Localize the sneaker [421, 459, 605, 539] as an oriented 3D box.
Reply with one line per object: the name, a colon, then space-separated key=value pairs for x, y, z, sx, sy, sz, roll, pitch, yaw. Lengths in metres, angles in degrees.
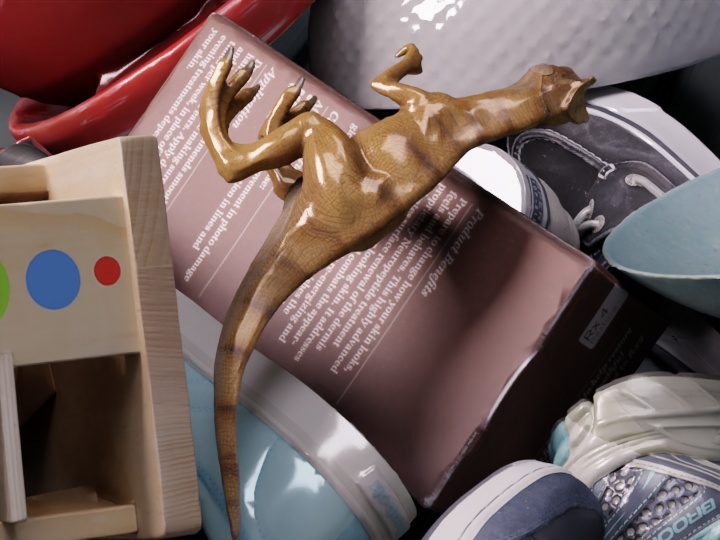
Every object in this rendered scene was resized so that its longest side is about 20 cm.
sneaker: x=0.066 y=0.141 z=0.727 sx=0.146 sy=0.077 sz=0.202 roll=8 pitch=42 yaw=29

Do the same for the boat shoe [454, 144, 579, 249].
boat shoe: x=-0.005 y=-0.020 z=1.005 sx=0.199 sy=0.071 sz=0.070 roll=2 pitch=-15 yaw=32

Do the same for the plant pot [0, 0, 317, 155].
plant pot: x=-0.116 y=-0.159 z=1.058 sx=0.200 sy=0.183 sz=0.200 roll=-33 pitch=16 yaw=11

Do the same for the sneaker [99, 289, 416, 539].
sneaker: x=-0.071 y=0.059 z=0.870 sx=0.082 sy=0.074 sz=0.200 roll=-41 pitch=35 yaw=-18

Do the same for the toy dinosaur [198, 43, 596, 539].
toy dinosaur: x=-0.010 y=-0.022 z=0.826 sx=0.200 sy=0.060 sz=0.106 roll=-42 pitch=55 yaw=-16

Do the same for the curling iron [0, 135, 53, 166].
curling iron: x=-0.122 y=-0.037 z=0.968 sx=0.049 sy=0.026 sz=0.200 roll=10 pitch=-2 yaw=-9

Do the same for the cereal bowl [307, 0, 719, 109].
cereal bowl: x=0.072 y=-0.129 z=1.097 sx=0.199 sy=0.084 sz=0.200 roll=-9 pitch=11 yaw=2

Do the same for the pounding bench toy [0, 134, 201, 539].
pounding bench toy: x=-0.171 y=0.034 z=0.824 sx=0.156 sy=0.125 sz=0.200 roll=-6 pitch=-2 yaw=-30

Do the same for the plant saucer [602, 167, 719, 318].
plant saucer: x=0.183 y=-0.016 z=0.861 sx=0.200 sy=0.039 sz=0.201 roll=-17 pitch=12 yaw=4

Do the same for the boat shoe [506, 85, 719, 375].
boat shoe: x=0.111 y=-0.007 z=0.989 sx=0.068 sy=0.072 sz=0.200 roll=-18 pitch=45 yaw=-31

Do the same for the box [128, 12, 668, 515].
box: x=0.000 y=0.000 z=0.908 sx=0.200 sy=0.100 sz=0.075 roll=37 pitch=3 yaw=36

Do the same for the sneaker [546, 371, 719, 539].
sneaker: x=0.162 y=0.090 z=0.852 sx=0.199 sy=0.078 sz=0.087 roll=0 pitch=58 yaw=-14
